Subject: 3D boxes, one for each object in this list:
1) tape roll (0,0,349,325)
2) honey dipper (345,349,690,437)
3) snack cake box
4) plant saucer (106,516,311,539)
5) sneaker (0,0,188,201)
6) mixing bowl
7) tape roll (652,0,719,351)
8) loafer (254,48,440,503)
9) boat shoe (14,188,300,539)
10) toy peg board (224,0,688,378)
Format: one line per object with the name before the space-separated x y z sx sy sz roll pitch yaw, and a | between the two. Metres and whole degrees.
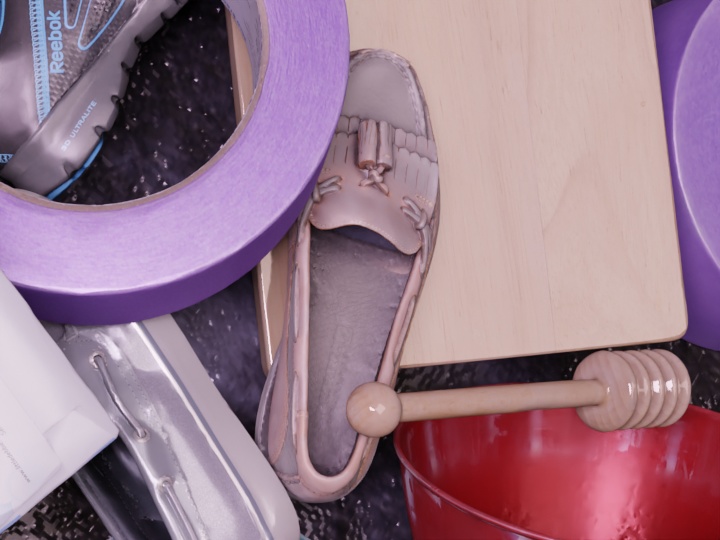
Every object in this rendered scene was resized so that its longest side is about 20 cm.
tape roll | -0.106 -0.082 0.674 0.199 0.066 0.201 1 78 -6
honey dipper | 0.070 0.054 0.740 0.200 0.038 0.038 2 82 -43
snack cake box | -0.174 0.035 0.621 0.067 0.200 0.115 -40 102 -24
plant saucer | -0.073 0.205 0.745 0.200 0.027 0.201 4 82 -32
sneaker | -0.116 -0.130 0.746 0.082 0.073 0.200 34 67 -15
mixing bowl | 0.109 0.135 0.780 0.200 0.200 0.109 -4 108 -28
tape roll | 0.220 -0.058 0.906 0.199 0.085 0.201 4 82 -28
loafer | 0.000 0.000 0.723 0.072 0.063 0.201 10 83 -10
boat shoe | -0.108 0.057 0.705 0.071 0.070 0.201 -35 85 -40
toy peg board | 0.036 -0.055 0.818 0.198 0.098 0.201 -5 86 -12
